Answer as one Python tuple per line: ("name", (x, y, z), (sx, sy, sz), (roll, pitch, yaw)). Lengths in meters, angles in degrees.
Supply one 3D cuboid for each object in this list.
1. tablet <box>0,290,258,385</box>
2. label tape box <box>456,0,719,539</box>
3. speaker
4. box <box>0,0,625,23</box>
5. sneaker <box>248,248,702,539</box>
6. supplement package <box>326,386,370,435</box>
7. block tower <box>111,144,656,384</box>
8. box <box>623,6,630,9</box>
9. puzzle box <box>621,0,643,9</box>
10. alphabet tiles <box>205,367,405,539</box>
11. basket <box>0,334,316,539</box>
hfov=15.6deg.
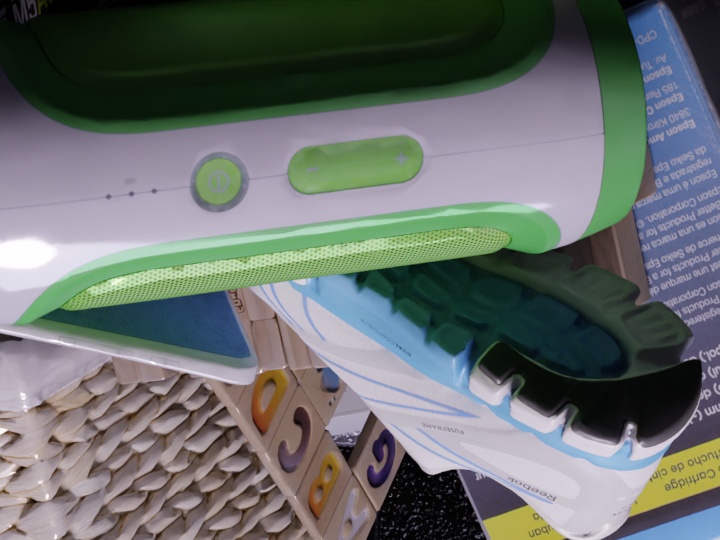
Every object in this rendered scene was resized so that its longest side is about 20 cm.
("tablet", (-0.133, -0.021, 0.772), (0.199, 0.014, 0.130), (12, -152, -27))
("label tape box", (0.094, 0.020, 0.890), (0.143, 0.201, 0.066), (-23, -176, 32))
("speaker", (-0.026, -0.036, 0.724), (0.199, 0.089, 0.088), (-8, 173, -16))
("box", (0.001, -0.098, 0.798), (0.199, 0.048, 0.193), (-8, 170, -23))
("sneaker", (0.008, 0.015, 0.798), (0.075, 0.200, 0.087), (-37, 153, -33))
("supplement package", (-0.037, 0.053, 1.743), (0.155, 0.112, 0.200), (-9, 173, -15))
("block tower", (0.000, 0.000, 0.868), (0.199, 0.058, 0.054), (-8, -169, 32))
("box", (0.082, -0.054, 0.955), (0.199, 0.071, 0.064), (-14, 178, 31))
("puzzle box", (0.170, -0.118, 0.989), (0.199, 0.026, 0.133), (-9, 174, -19))
("alphabet tiles", (-0.006, 0.003, 1.035), (0.008, 0.168, 0.200), (10, 150, 28))
("basket", (-0.142, 0.079, 1.033), (0.197, 0.162, 0.200), (-6, -164, 29))
